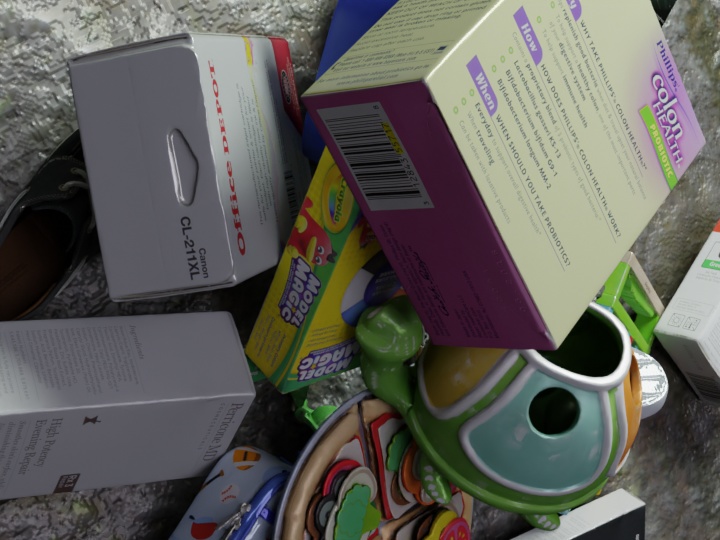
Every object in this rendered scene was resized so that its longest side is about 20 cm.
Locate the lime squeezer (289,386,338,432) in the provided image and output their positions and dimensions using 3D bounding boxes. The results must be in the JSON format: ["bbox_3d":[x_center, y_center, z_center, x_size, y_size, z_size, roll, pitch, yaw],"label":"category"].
[{"bbox_3d":[-0.016,0.092,1.024,0.070,0.038,0.201,-20,104,-12],"label":"lime squeezer"}]

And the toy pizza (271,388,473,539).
[{"bbox_3d":[0.019,0.176,0.945,0.199,0.032,0.202,-10,104,-45],"label":"toy pizza"}]

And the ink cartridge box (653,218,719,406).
[{"bbox_3d":[0.338,0.008,1.218,0.109,0.050,0.201,48,67,-37],"label":"ink cartridge box"}]

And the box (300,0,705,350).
[{"bbox_3d":[0.090,-0.086,0.813,0.200,0.096,0.177,-48,121,-33],"label":"box"}]

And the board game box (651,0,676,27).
[{"bbox_3d":[0.204,-0.303,1.165,0.200,0.023,0.105,39,74,-25],"label":"board game box"}]

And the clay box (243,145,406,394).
[{"bbox_3d":[0.000,0.000,0.902,0.114,0.048,0.201,-16,139,-43],"label":"clay box"}]

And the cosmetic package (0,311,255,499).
[{"bbox_3d":[-0.176,0.086,0.890,0.199,0.102,0.074,-2,52,-28],"label":"cosmetic package"}]

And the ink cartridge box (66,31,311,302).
[{"bbox_3d":[-0.097,-0.071,0.888,0.082,0.200,0.147,-8,96,14],"label":"ink cartridge box"}]

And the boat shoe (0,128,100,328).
[{"bbox_3d":[-0.187,-0.035,0.912,0.072,0.067,0.200,48,65,-19],"label":"boat shoe"}]

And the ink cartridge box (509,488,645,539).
[{"bbox_3d":[0.142,0.251,1.113,0.199,0.037,0.095,-17,116,-27],"label":"ink cartridge box"}]

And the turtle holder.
[{"bbox_3d":[0.096,0.066,0.909,0.185,0.132,0.141,39,51,10],"label":"turtle holder"}]

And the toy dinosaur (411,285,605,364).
[{"bbox_3d":[0.112,-0.004,1.078,0.135,0.102,0.201,29,97,-10],"label":"toy dinosaur"}]

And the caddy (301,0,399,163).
[{"bbox_3d":[0.041,-0.139,0.944,0.141,0.104,0.201,-52,163,-56],"label":"caddy"}]

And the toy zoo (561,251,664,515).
[{"bbox_3d":[0.189,0.097,1.121,0.131,0.020,0.201,42,67,-59],"label":"toy zoo"}]

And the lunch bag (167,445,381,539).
[{"bbox_3d":[-0.051,0.214,0.959,0.161,0.075,0.200,-55,133,-9],"label":"lunch bag"}]

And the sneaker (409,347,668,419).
[{"bbox_3d":[0.124,0.095,1.038,0.198,0.071,0.073,-2,53,3],"label":"sneaker"}]
